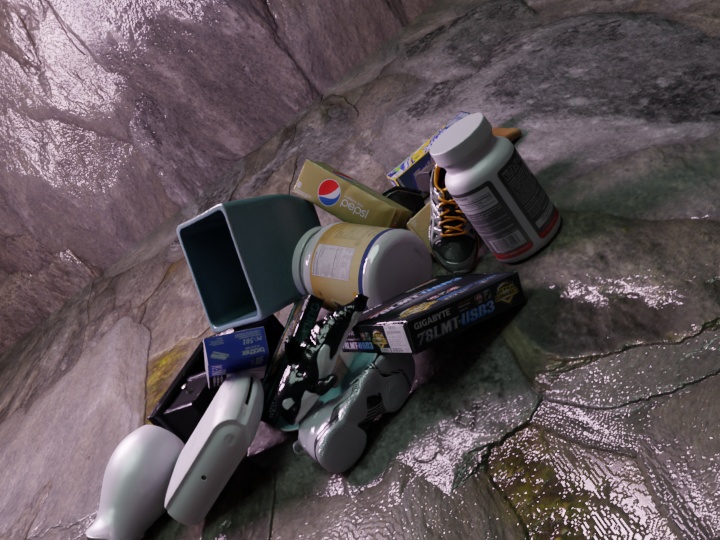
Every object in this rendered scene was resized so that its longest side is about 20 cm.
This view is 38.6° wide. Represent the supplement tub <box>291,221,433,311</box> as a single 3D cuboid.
[{"bbox_3d":[0.000,0.000,1.615,0.198,0.145,0.145,9,49,46],"label":"supplement tub"}]

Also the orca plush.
[{"bbox_3d":[-0.065,0.107,1.381,0.201,0.071,0.106,-52,25,15],"label":"orca plush"}]

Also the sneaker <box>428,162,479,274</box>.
[{"bbox_3d":[0.139,-0.093,1.597,0.077,0.203,0.077,-8,-19,3],"label":"sneaker"}]

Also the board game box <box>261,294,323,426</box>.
[{"bbox_3d":[-0.115,0.138,1.592,0.135,0.028,0.202,159,134,-76],"label":"board game box"}]

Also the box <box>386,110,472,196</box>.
[{"bbox_3d":[0.150,-0.218,2.002,0.199,0.070,0.064,-41,18,-3],"label":"box"}]

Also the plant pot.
[{"bbox_3d":[-0.166,-0.029,1.771,0.198,0.198,0.195,-22,3,-35],"label":"plant pot"}]

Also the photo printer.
[{"bbox_3d":[-0.208,0.251,1.516,0.201,0.069,0.167,-58,11,17],"label":"photo printer"}]

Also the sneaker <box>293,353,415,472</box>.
[{"bbox_3d":[-0.014,0.181,1.397,0.201,0.075,0.114,-52,24,-24],"label":"sneaker"}]

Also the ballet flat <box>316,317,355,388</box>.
[{"bbox_3d":[-0.040,0.111,1.549,0.067,0.069,0.200,-32,21,3],"label":"ballet flat"}]

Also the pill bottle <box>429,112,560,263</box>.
[{"bbox_3d":[0.194,-0.121,1.495,0.115,0.201,0.116,-33,19,13],"label":"pill bottle"}]

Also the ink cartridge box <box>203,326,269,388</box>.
[{"bbox_3d":[-0.193,0.137,1.588,0.093,0.045,0.200,-11,-15,-10],"label":"ink cartridge box"}]

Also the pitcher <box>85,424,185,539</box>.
[{"bbox_3d":[-0.360,0.356,1.618,0.171,0.120,0.202,-39,23,55],"label":"pitcher"}]

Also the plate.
[{"bbox_3d":[-0.047,0.175,1.554,0.199,0.026,0.201,-35,20,14],"label":"plate"}]

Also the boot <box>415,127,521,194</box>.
[{"bbox_3d":[0.225,-0.197,1.864,0.199,0.069,0.187,-34,18,-28],"label":"boot"}]

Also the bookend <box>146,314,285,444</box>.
[{"bbox_3d":[-0.230,0.192,1.754,0.197,0.092,0.201,-22,26,41],"label":"bookend"}]

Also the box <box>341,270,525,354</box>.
[{"bbox_3d":[0.092,0.058,1.418,0.198,0.050,0.198,-23,10,-28],"label":"box"}]

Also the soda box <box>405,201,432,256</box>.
[{"bbox_3d":[0.167,-0.113,1.689,0.200,0.068,0.064,-42,-3,-7],"label":"soda box"}]

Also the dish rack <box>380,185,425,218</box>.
[{"bbox_3d":[0.021,-0.073,1.848,0.199,0.055,0.153,-33,-13,20],"label":"dish rack"}]

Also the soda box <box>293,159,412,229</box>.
[{"bbox_3d":[-0.014,-0.116,1.746,0.067,0.199,0.065,2,-64,-62],"label":"soda box"}]
